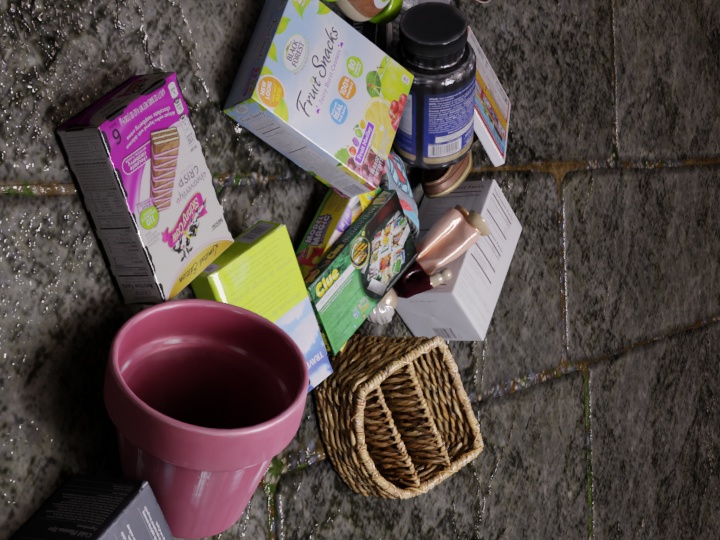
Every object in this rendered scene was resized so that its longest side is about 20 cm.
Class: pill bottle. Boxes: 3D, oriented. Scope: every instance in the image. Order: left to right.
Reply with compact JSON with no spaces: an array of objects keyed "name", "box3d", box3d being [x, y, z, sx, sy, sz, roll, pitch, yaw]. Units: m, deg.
[{"name":"pill bottle","box3d":[0.092,-0.235,1.732,0.201,0.111,0.112,88,25,-48]}]

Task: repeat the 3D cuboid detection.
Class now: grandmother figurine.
[{"name":"grandmother figurine","box3d":[0.074,-0.004,1.785,0.200,0.121,0.061,-42,107,-11]}]

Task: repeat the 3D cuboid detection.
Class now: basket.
[{"name":"basket","box3d":[0.046,0.194,1.721,0.143,0.148,0.201,-53,133,-43]}]

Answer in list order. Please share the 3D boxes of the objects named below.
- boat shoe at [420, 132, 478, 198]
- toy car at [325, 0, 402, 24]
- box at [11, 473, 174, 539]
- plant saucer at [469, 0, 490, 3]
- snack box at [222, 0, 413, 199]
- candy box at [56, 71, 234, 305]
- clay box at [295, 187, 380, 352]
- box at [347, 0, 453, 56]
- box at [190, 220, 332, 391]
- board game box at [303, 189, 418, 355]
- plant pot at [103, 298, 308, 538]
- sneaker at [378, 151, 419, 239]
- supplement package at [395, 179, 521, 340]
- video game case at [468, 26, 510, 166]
[{"name":"boat shoe","box3d":[0.121,-0.181,1.915,0.068,0.072,0.201,58,38,-32]},{"name":"toy car","box3d":[0.035,-0.410,1.623,0.164,0.199,0.159,6,57,-62]},{"name":"box","box3d":[-0.255,0.330,1.290,0.182,0.103,0.201,-49,129,-47]},{"name":"plant saucer","box3d":[0.126,-0.463,1.906,0.200,0.032,0.201,41,37,-41]},{"name":"snack box","box3d":[-0.046,-0.208,1.597,0.199,0.067,0.170,33,61,-29]},{"name":"candy box","box3d":[-0.215,-0.083,1.390,0.136,0.061,0.201,-48,129,-47]},{"name":"clay box","box3d":[-0.024,-0.015,1.681,0.115,0.047,0.201,51,57,-45]},{"name":"box","box3d":[0.055,-0.326,1.822,0.199,0.049,0.159,12,80,-57]},{"name":"box","box3d":[-0.110,0.060,1.545,0.122,0.047,0.201,-37,122,-35]},{"name":"board game box","box3d":[0.000,0.000,1.657,0.200,0.023,0.105,-48,134,-37]},{"name":"plant pot","box3d":[-0.162,0.159,1.350,0.200,0.199,0.180,-38,149,-51]},{"name":"sneaker","box3d":[0.015,-0.122,1.758,0.200,0.079,0.096,58,28,-46]},{"name":"supplement package","box3d":[0.133,-0.015,1.886,0.110,0.113,0.201,54,48,-40]},{"name":"video game case","box3d":[0.174,-0.254,1.954,0.143,0.017,0.200,58,23,-23]}]
